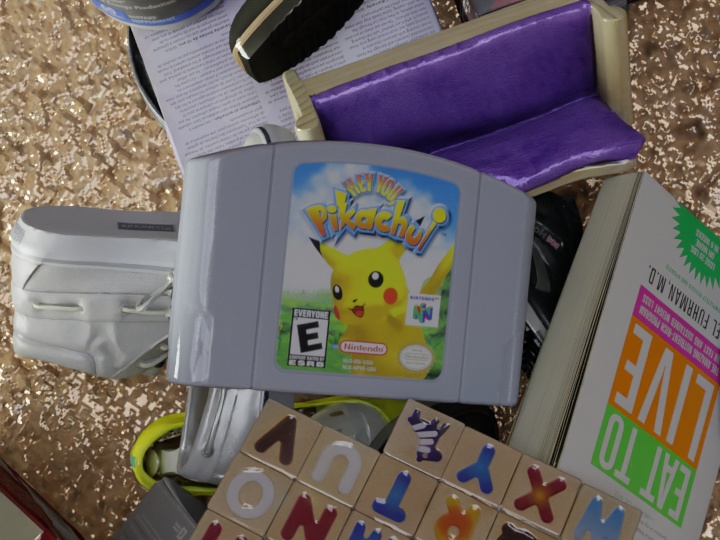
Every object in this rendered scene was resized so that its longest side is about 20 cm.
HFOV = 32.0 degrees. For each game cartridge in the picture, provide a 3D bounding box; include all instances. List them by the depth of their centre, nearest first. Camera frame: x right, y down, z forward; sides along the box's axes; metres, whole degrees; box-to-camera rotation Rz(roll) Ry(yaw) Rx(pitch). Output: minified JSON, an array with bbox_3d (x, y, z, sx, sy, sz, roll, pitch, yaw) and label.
[{"bbox_3d":[0.000,0.000,0.670,0.197,0.040,0.136,5,87,-19],"label":"game cartridge"}]

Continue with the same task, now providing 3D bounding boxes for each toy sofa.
[{"bbox_3d":[0.061,-0.090,0.728,0.197,0.083,0.098,-20,42,-4],"label":"toy sofa"}]

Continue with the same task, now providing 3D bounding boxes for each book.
[{"bbox_3d":[0.163,0.065,0.724,0.133,0.048,0.202,33,67,-28],"label":"book"}]

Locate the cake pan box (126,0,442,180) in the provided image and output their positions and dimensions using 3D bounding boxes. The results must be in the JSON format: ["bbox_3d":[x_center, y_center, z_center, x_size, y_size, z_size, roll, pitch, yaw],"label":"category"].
[{"bbox_3d":[-0.054,-0.158,0.808,0.198,0.052,0.186,-23,79,-1],"label":"cake pan box"}]

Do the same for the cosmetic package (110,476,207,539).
[{"bbox_3d":[-0.128,0.238,0.716,0.200,0.090,0.107,-49,124,-4],"label":"cosmetic package"}]

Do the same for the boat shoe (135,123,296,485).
[{"bbox_3d":[-0.081,0.017,0.700,0.085,0.074,0.205,5,88,-19],"label":"boat shoe"}]

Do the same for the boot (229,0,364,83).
[{"bbox_3d":[-0.043,-0.224,0.745,0.138,0.078,0.201,38,79,9],"label":"boot"}]

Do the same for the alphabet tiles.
[{"bbox_3d":[0.019,0.146,0.613,0.198,0.008,0.168,25,63,10],"label":"alphabet tiles"}]

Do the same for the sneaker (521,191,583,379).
[{"bbox_3d":[0.114,-0.001,0.769,0.087,0.076,0.201,-35,82,-9],"label":"sneaker"}]

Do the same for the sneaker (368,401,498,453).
[{"bbox_3d":[0.037,0.146,0.698,0.200,0.105,0.076,-39,117,-33],"label":"sneaker"}]

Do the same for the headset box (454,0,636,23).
[{"bbox_3d":[0.117,-0.244,0.800,0.147,0.077,0.203,-18,82,0],"label":"headset box"}]

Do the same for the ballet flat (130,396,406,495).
[{"bbox_3d":[-0.043,0.110,0.760,0.197,0.067,0.068,-4,83,1],"label":"ballet flat"}]

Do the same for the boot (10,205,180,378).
[{"bbox_3d":[-0.118,0.018,0.784,0.197,0.074,0.097,6,111,-9],"label":"boot"}]

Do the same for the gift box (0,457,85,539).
[{"bbox_3d":[-0.233,0.186,0.639,0.187,0.199,0.185,-46,114,-15],"label":"gift box"}]

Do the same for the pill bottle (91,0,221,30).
[{"bbox_3d":[-0.134,-0.220,0.696,0.112,0.200,0.116,-1,81,5],"label":"pill bottle"}]
